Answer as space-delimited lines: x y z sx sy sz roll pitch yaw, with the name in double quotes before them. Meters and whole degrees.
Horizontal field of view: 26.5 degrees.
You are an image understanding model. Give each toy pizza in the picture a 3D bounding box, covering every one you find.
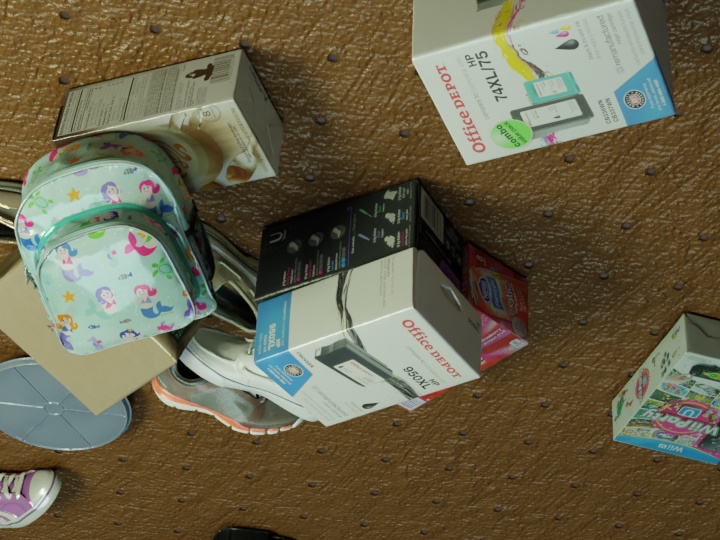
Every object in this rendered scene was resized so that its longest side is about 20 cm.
"toy pizza" -0.393 0.166 1.967 0.199 0.032 0.201 3 139 2

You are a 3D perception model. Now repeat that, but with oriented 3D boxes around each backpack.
"backpack" -0.244 -0.026 1.495 0.177 0.151 0.201 -15 114 3

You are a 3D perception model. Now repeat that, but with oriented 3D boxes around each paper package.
"paper package" -0.297 0.037 1.692 0.200 0.104 0.190 45 135 -13

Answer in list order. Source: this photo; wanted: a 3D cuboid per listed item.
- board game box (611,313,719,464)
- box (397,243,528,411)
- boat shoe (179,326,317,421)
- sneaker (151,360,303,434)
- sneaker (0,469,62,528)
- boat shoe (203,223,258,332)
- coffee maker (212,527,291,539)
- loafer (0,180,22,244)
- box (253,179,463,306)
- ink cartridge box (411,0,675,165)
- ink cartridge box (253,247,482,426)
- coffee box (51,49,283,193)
"board game box" 0.413 0.146 1.849 0.147 0.064 0.200 14 140 -11
"box" 0.090 0.068 1.755 0.100 0.096 0.200 31 133 -29
"boat shoe" -0.113 0.103 1.761 0.199 0.074 0.067 24 129 -15
"sneaker" -0.156 0.143 1.888 0.199 0.077 0.082 12 134 -10
"sneaker" -0.514 0.305 2.116 0.200 0.073 0.114 -22 131 28
"boat shoe" -0.174 0.004 1.722 0.200 0.069 0.075 27 135 -25
"coffee maker" -0.180 0.477 2.190 0.192 0.200 0.135 25 134 -27
"loafer" -0.450 -0.063 1.670 0.199 0.063 0.072 1 140 3
"box" 0.000 0.000 1.673 0.199 0.106 0.122 -17 137 23
"ink cartridge box" 0.164 -0.213 1.370 0.199 0.146 0.147 -13 137 20
"ink cartridge box" 0.009 0.073 1.610 0.200 0.084 0.145 -20 136 26
"coffee box" -0.192 -0.139 1.542 0.199 0.080 0.115 -11 136 17
